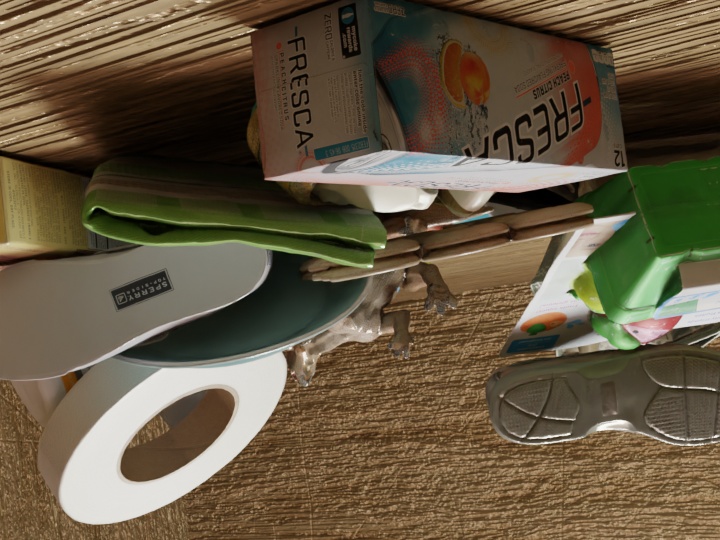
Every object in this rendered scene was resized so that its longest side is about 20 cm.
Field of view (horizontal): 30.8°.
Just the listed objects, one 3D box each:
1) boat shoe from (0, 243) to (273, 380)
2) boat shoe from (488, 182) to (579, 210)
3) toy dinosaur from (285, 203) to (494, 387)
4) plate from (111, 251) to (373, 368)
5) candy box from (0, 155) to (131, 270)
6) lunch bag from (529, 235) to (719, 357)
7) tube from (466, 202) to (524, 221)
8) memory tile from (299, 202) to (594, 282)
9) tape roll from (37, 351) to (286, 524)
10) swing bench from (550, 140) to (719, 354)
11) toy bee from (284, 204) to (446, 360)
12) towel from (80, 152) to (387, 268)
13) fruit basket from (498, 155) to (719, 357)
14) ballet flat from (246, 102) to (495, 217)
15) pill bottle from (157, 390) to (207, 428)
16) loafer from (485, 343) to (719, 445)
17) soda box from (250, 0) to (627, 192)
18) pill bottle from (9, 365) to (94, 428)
[{"bbox_3d":[-0.148,0.016,0.801,0.198,0.072,0.068,-21,175,1],"label":"boat shoe"},{"bbox_3d":[0.072,-0.063,0.807,0.199,0.058,0.067,-3,175,-42],"label":"boat shoe"},{"bbox_3d":[0.000,0.000,0.968,0.086,0.200,0.136,41,-178,-27],"label":"toy dinosaur"},{"bbox_3d":[-0.088,0.021,0.874,0.198,0.026,0.201,-6,-154,3],"label":"plate"},{"bbox_3d":[-0.224,-0.028,0.832,0.114,0.056,0.200,-8,176,15],"label":"candy box"},{"bbox_3d":[0.278,-0.004,1.197,0.198,0.118,0.164,-10,-151,28],"label":"lunch bag"},{"bbox_3d":[0.087,-0.057,1.061,0.077,0.051,0.200,2,179,-15],"label":"tube"},{"bbox_3d":[0.044,-0.016,0.775,0.152,0.017,0.200,-12,-179,-9],"label":"memory tile"},{"bbox_3d":[-0.145,0.110,0.981,0.202,0.037,0.203,-31,152,-19],"label":"tape roll"},{"bbox_3d":[0.257,-0.026,0.981,0.197,0.130,0.201,-5,139,-3],"label":"swing bench"},{"bbox_3d":[-0.013,-0.026,1.068,0.199,0.109,0.131,-21,140,19],"label":"toy bee"},{"bbox_3d":[-0.070,-0.032,0.695,0.148,0.031,0.200,5,-169,-8],"label":"towel"},{"bbox_3d":[0.198,0.008,0.841,0.184,0.094,0.201,-8,149,-14],"label":"fruit basket"},{"bbox_3d":[0.032,-0.057,0.673,0.199,0.071,0.070,-1,173,-41],"label":"ballet flat"},{"bbox_3d":[-0.172,0.056,1.139,0.109,0.110,0.200,-4,-153,-34],"label":"pill bottle"},{"bbox_3d":[0.185,0.079,0.907,0.198,0.073,0.063,-2,-162,-2],"label":"loafer"},{"bbox_3d":[0.043,-0.073,0.586,0.068,0.064,0.199,-10,176,39],"label":"soda box"},{"bbox_3d":[-0.172,0.029,0.993,0.199,0.117,0.116,-27,-175,-25],"label":"pill bottle"}]
